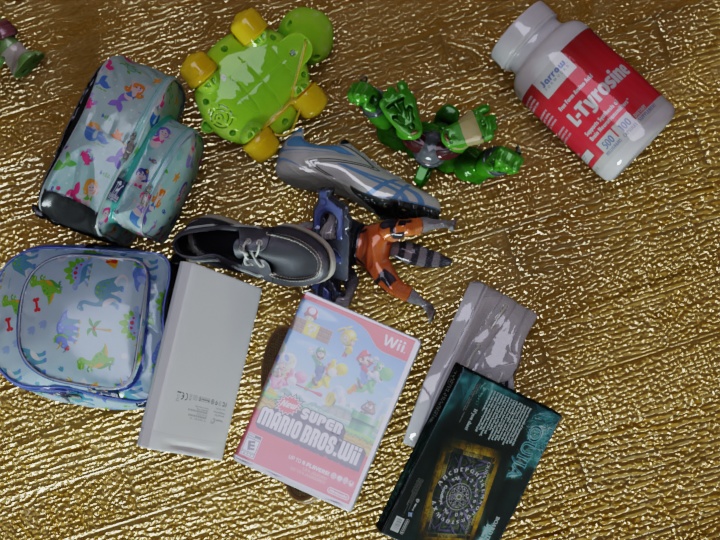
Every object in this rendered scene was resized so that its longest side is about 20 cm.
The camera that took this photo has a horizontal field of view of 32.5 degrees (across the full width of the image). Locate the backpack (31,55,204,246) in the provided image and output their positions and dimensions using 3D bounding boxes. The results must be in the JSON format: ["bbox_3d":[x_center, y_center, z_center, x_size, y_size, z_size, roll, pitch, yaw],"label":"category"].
[{"bbox_3d":[-0.258,-0.130,1.376,0.149,0.178,0.202,17,85,3],"label":"backpack"}]

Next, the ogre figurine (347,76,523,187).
[{"bbox_3d":[0.081,-0.149,1.393,0.198,0.120,0.099,5,78,2],"label":"ogre figurine"}]

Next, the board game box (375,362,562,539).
[{"bbox_3d":[0.119,0.219,1.351,0.135,0.028,0.201,26,92,-17],"label":"board game box"}]

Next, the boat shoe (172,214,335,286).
[{"bbox_3d":[-0.122,-0.017,1.375,0.199,0.063,0.073,13,111,29],"label":"boat shoe"}]

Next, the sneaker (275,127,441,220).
[{"bbox_3d":[0.002,-0.108,1.417,0.199,0.072,0.073,20,74,1],"label":"sneaker"}]

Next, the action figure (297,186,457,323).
[{"bbox_3d":[0.000,0.000,1.408,0.192,0.105,0.202,15,113,10],"label":"action figure"}]

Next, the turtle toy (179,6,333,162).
[{"bbox_3d":[-0.109,-0.226,1.420,0.200,0.101,0.146,-42,103,-6],"label":"turtle toy"}]

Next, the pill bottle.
[{"bbox_3d":[0.248,-0.207,1.397,0.200,0.112,0.112,44,86,7],"label":"pill bottle"}]

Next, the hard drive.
[{"bbox_3d":[-0.176,0.103,1.366,0.027,0.132,0.202,8,82,32],"label":"hard drive"}]

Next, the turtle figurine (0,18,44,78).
[{"bbox_3d":[-0.441,-0.328,1.430,0.199,0.144,0.195,-33,86,1],"label":"turtle figurine"}]

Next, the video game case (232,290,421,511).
[{"bbox_3d":[-0.035,0.142,1.350,0.142,0.017,0.201,23,82,6],"label":"video game case"}]

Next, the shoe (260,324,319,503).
[{"bbox_3d":[-0.067,0.162,1.396,0.070,0.053,0.202,-16,76,31],"label":"shoe"}]

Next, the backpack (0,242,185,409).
[{"bbox_3d":[-0.308,0.057,1.368,0.198,0.147,0.185,4,80,6],"label":"backpack"}]

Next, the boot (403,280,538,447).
[{"bbox_3d":[0.126,0.118,1.377,0.095,0.074,0.201,25,86,6],"label":"boot"}]
